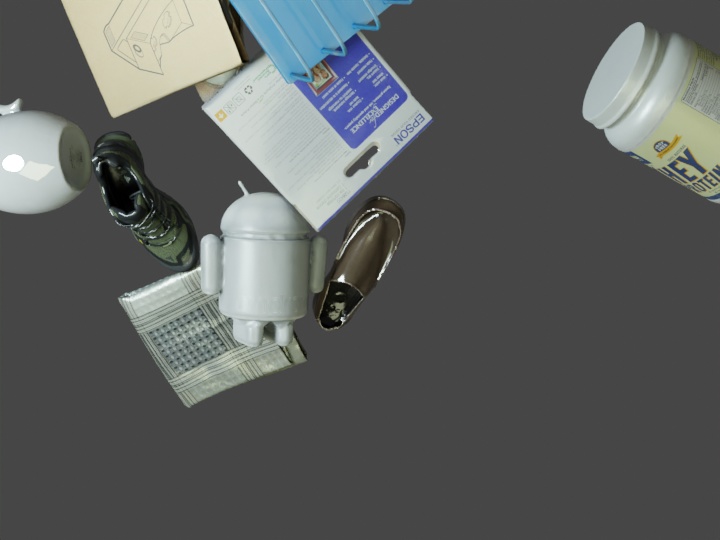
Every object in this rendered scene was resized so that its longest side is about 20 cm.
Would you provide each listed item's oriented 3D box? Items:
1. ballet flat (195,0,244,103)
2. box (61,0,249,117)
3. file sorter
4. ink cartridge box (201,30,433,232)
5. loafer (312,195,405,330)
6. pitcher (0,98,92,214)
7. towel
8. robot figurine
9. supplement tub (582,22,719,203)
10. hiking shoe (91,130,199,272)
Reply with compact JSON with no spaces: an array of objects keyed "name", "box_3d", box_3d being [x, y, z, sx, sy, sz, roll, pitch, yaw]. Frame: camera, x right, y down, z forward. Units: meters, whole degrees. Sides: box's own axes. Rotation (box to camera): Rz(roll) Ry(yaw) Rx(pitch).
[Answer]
[{"name":"ballet flat","box_3d":[-0.166,-0.277,1.319,0.067,0.067,0.202,6,117,-1]},{"name":"box","box_3d":[-0.237,-0.281,1.298,0.198,0.021,0.165,-15,103,27]},{"name":"file sorter","box_3d":[-0.028,-0.314,1.229,0.199,0.123,0.139,-39,110,-6]},{"name":"ink cartridge box","box_3d":[-0.049,-0.186,1.347,0.197,0.047,0.200,-43,111,1]},{"name":"loafer","box_3d":[0.000,0.000,1.447,0.072,0.071,0.201,22,115,-9]},{"name":"pitcher","box_3d":[-0.434,-0.152,1.373,0.197,0.121,0.174,-3,101,16]},{"name":"towel","box_3d":[-0.192,0.079,1.514,0.198,0.035,0.194,-22,113,12]},{"name":"robot figurine","box_3d":[-0.118,-0.009,1.409,0.168,0.113,0.203,-2,97,-30]},{"name":"supplement tub","box_3d":[0.371,-0.181,1.304,0.198,0.145,0.146,26,114,-10]},{"name":"hiking shoe","box_3d":[-0.273,-0.069,1.407,0.075,0.101,0.201,-28,112,16]}]
